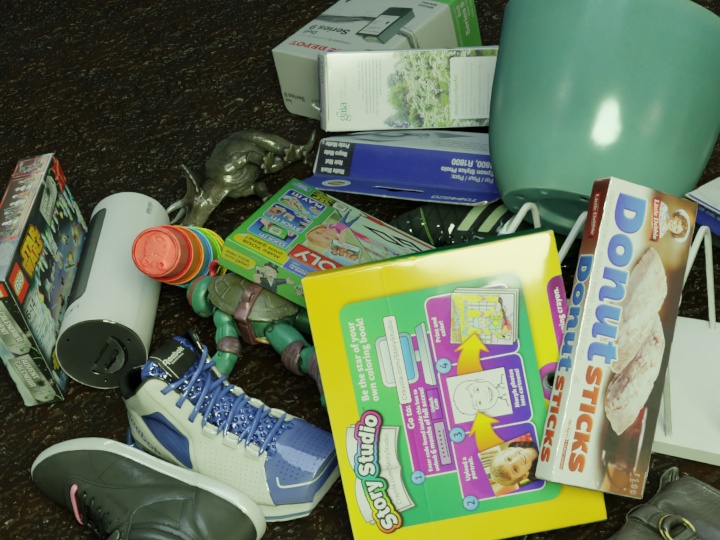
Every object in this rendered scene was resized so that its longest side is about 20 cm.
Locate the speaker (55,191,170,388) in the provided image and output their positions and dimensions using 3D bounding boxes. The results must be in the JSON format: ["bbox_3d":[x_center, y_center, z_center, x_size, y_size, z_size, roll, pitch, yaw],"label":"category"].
[{"bbox_3d":[-0.222,0.015,1.130,0.081,0.081,0.200,-9,37,6],"label":"speaker"}]

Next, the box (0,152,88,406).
[{"bbox_3d":[-0.289,0.004,1.115,0.040,0.137,0.200,-11,36,8],"label":"box"}]

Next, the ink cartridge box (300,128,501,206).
[{"bbox_3d":[0.067,-0.103,1.160,0.199,0.041,0.200,8,16,26],"label":"ink cartridge box"}]

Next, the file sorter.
[{"bbox_3d":[0.201,0.039,0.924,0.200,0.125,0.139,9,42,27],"label":"file sorter"}]

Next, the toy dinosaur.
[{"bbox_3d":[-0.116,-0.115,1.273,0.102,0.077,0.200,17,48,26],"label":"toy dinosaur"}]

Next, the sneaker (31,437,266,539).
[{"bbox_3d":[-0.177,0.185,0.891,0.200,0.071,0.099,11,38,24],"label":"sneaker"}]

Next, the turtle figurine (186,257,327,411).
[{"bbox_3d":[-0.082,0.050,1.029,0.200,0.101,0.150,18,46,28],"label":"turtle figurine"}]

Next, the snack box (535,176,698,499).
[{"bbox_3d":[0.169,0.044,0.809,0.072,0.200,0.024,14,-5,-20],"label":"snack box"}]

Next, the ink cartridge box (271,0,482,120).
[{"bbox_3d":[0.020,-0.251,1.403,0.146,0.084,0.200,17,46,36],"label":"ink cartridge box"}]

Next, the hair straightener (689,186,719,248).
[{"bbox_3d":[0.249,-0.063,1.106,0.077,0.041,0.200,-25,36,-33],"label":"hair straightener"}]

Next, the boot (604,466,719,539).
[{"bbox_3d":[0.203,0.209,0.748,0.174,0.069,0.200,-20,43,-23],"label":"boot"}]

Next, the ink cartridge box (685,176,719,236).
[{"bbox_3d":[0.338,-0.046,0.995,0.099,0.039,0.200,35,34,28],"label":"ink cartridge box"}]

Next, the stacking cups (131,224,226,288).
[{"bbox_3d":[-0.157,-0.017,1.071,0.060,0.061,0.200,-13,-4,1],"label":"stacking cups"}]

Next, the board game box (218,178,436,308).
[{"bbox_3d":[0.000,0.000,1.030,0.200,0.029,0.135,26,32,9],"label":"board game box"}]

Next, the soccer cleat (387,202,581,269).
[{"bbox_3d":[0.114,-0.023,1.086,0.200,0.068,0.081,-5,38,7],"label":"soccer cleat"}]

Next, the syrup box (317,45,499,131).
[{"bbox_3d":[0.058,-0.186,1.258,0.200,0.079,0.081,-3,12,-5],"label":"syrup box"}]

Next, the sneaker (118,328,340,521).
[{"bbox_3d":[-0.114,0.112,0.934,0.199,0.115,0.081,11,43,30],"label":"sneaker"}]

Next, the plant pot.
[{"bbox_3d":[0.194,-0.117,1.002,0.200,0.201,0.161,9,76,28],"label":"plant pot"}]

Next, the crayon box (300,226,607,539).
[{"bbox_3d":[0.063,0.084,0.846,0.172,0.200,0.058,-11,4,4],"label":"crayon box"}]
